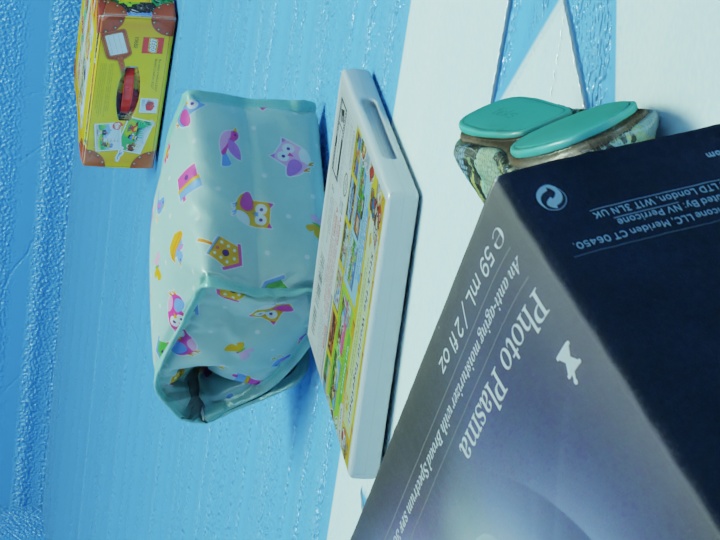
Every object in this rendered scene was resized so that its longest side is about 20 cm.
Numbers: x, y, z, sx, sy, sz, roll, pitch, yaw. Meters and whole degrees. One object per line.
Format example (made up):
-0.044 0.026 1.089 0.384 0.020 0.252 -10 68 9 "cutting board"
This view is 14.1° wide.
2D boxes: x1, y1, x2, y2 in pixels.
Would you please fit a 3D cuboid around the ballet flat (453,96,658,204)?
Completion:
0.095 -0.041 1.306 0.200 0.074 0.075 -145 58 -79 "ballet flat"

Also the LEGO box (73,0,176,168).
-0.239 -0.227 2.931 0.201 0.077 0.150 103 164 -44 "LEGO box"

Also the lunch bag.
-0.094 -0.004 2.076 0.200 0.121 0.171 118 151 -54 "lunch bag"

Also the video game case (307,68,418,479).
0.000 0.000 1.850 0.182 0.023 0.201 -109 24 -60 "video game case"

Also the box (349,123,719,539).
0.106 0.095 0.885 0.199 0.123 0.201 58 147 31 "box"
